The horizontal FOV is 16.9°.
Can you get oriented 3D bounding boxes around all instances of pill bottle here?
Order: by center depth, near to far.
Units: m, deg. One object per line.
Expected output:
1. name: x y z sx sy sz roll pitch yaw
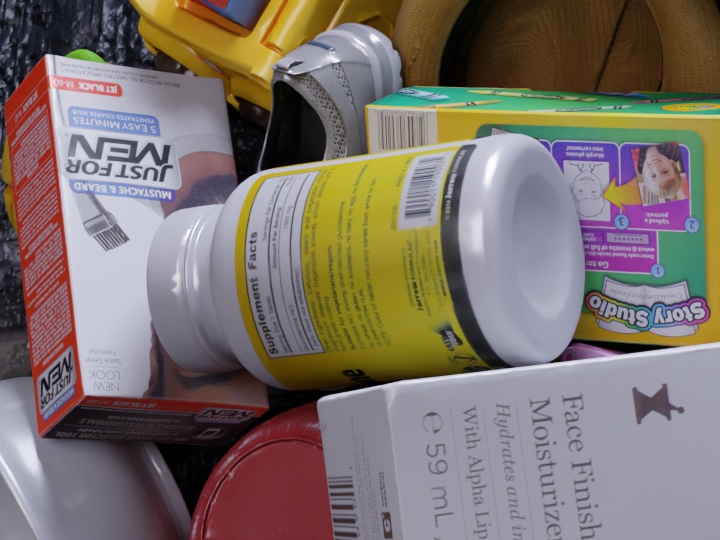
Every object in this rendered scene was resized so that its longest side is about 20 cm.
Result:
1. pill bottle: 0.000 0.000 1.192 0.200 0.112 0.113 -7 69 29

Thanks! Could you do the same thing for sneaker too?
1. sneaker: -0.029 -0.030 1.296 0.075 0.082 0.200 13 110 40

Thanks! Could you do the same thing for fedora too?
1. fedora: 0.112 -0.106 1.287 0.200 0.082 0.201 7 108 24

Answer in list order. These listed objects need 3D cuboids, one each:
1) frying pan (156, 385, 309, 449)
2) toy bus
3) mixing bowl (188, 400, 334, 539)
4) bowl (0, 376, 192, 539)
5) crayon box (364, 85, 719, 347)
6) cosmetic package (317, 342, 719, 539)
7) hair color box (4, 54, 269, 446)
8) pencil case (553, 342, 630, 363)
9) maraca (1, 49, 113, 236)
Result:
1. frying pan: -0.065 0.059 1.383 0.115 0.031 0.190 25 93 36
2. toy bus: -0.070 -0.163 1.374 0.200 0.192 0.136 29 90 37
3. mixing bowl: -0.017 0.147 1.275 0.200 0.108 0.201 -12 66 28
4. bowl: -0.151 0.136 1.335 0.090 0.201 0.201 -26 55 -16
5. crayon box: 0.104 -0.029 1.230 0.200 0.058 0.119 4 106 25
6. cosmetic package: 0.099 0.123 1.090 0.200 0.165 0.165 -7 86 -12
7. hair color box: -0.121 -0.010 1.298 0.064 0.111 0.200 -39 53 50
8. pencil case: 0.109 0.139 1.217 0.087 0.087 0.200 11 79 34
9. maraca: -0.150 -0.032 1.424 0.137 0.107 0.200 -44 59 61
